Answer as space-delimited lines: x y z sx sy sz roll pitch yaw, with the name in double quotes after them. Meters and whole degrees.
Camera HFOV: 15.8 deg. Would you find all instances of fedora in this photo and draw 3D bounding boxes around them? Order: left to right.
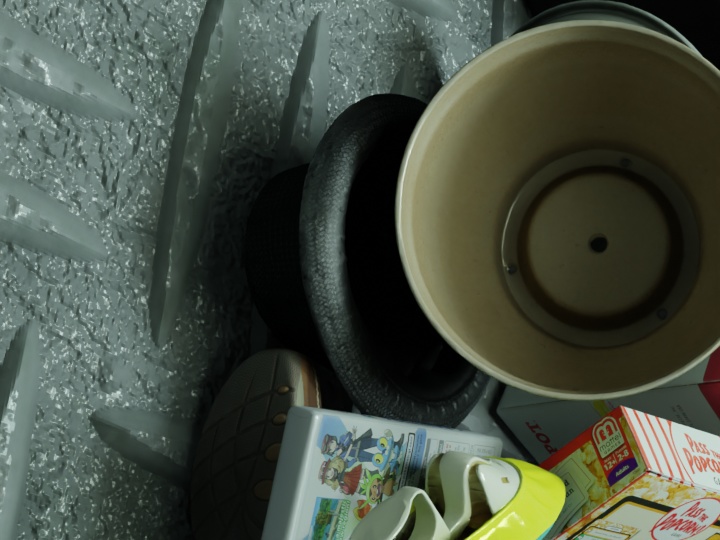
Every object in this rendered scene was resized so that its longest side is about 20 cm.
0.000 0.000 1.452 0.200 0.091 0.202 1 89 -54 "fedora"

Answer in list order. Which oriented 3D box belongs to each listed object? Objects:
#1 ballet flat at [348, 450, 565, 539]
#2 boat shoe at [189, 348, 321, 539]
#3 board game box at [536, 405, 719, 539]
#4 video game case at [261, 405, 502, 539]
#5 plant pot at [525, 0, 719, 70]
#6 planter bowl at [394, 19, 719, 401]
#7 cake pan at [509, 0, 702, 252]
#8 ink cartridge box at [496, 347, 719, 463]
0.041 0.134 1.354 0.200 0.067 0.067 -33 123 -41 "ballet flat"
-0.046 0.143 1.400 0.072 0.075 0.201 8 88 -49 "boat shoe"
0.129 0.163 1.502 0.151 0.200 0.046 19 41 -47 "board game box"
0.001 0.179 1.385 0.182 0.022 0.201 13 90 -54 "video game case"
0.209 -0.209 1.660 0.200 0.177 0.201 -49 119 -40 "plant pot"
0.125 -0.022 1.408 0.135 0.199 0.201 49 42 -77 "planter bowl"
0.134 -0.058 1.533 0.037 0.200 0.201 -15 96 -49 "cake pan"
0.216 0.068 1.613 0.145 0.199 0.145 50 48 -32 "ink cartridge box"
